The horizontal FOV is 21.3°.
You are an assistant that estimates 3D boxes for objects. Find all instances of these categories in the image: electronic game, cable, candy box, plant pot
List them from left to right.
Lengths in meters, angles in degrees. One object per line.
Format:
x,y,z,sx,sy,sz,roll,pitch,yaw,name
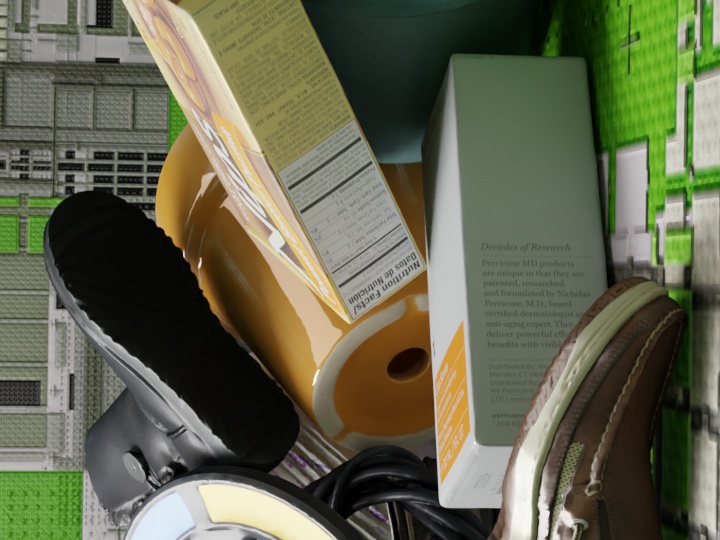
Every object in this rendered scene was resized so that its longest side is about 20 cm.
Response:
-0.048,-0.079,0.946,0.115,0.055,0.200,41,164,49,candy box
-0.054,0.202,1.077,0.042,0.200,0.200,-35,-44,-52,electronic game
0.000,0.000,1.133,0.183,0.200,0.200,-119,27,-43,plant pot
0.017,-0.169,0.999,0.196,0.200,0.201,88,178,-57,plant pot
0.023,0.199,1.083,0.163,0.051,0.200,5,102,44,cable

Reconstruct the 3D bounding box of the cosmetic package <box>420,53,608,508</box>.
0.074,0.006,0.930,0.101,0.071,0.200,106,163,-65,cosmetic package

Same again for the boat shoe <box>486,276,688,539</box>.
0.100,0.102,0.788,0.075,0.075,0.203,-21,-44,-53,boat shoe

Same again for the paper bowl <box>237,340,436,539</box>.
-0.019,0.118,1.270,0.104,0.201,0.201,-49,11,2,paper bowl

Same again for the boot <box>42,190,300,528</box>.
-0.136,0.069,1.138,0.200,0.076,0.168,49,142,4,boot

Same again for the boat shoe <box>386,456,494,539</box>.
0.039,0.210,1.168,0.074,0.073,0.200,174,97,-83,boat shoe
